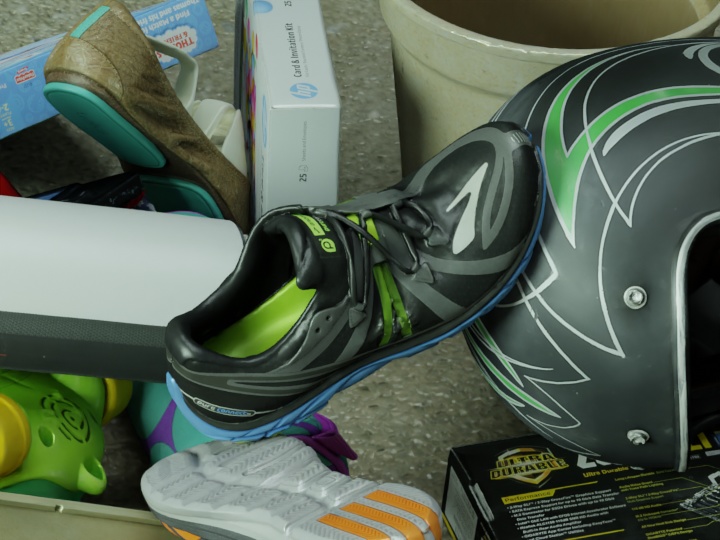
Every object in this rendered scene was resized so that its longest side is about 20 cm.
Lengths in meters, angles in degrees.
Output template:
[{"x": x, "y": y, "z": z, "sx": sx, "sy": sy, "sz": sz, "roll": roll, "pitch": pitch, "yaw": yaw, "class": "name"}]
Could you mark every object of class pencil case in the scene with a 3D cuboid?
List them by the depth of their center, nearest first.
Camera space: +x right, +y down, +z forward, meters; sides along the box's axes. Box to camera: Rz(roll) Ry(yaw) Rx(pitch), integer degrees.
[{"x": -0.071, "y": 0.053, "z": 1.429, "sx": 0.092, "sy": 0.085, "sz": 0.200, "roll": -36, "pitch": 43, "yaw": 7, "class": "pencil case"}]

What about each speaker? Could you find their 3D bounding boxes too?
[{"x": -0.157, "y": 0.006, "z": 1.321, "sx": 0.199, "sy": 0.081, "sz": 0.081, "roll": 6, "pitch": 35, "yaw": -19, "class": "speaker"}]

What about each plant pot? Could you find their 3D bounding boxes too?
[{"x": 0.094, "y": -0.094, "z": 1.559, "sx": 0.199, "sy": 0.184, "sz": 0.201, "roll": 3, "pitch": 37, "yaw": -2, "class": "plant pot"}]

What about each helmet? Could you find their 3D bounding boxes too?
[{"x": 0.133, "y": -0.007, "z": 1.375, "sx": 0.190, "sy": 0.201, "sz": 0.200, "roll": -27, "pitch": 45, "yaw": -15, "class": "helmet"}]

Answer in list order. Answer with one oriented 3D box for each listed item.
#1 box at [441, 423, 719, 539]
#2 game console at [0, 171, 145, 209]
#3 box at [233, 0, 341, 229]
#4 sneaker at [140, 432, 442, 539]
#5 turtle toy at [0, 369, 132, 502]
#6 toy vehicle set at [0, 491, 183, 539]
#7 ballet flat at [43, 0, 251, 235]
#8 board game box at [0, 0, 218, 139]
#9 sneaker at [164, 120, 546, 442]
[{"x": 0.158, "y": 0.135, "z": 1.376, "sx": 0.199, "sy": 0.050, "sz": 0.160, "roll": -8, "pitch": 36, "yaw": -16, "class": "box"}, {"x": -0.237, "y": -0.042, "z": 1.426, "sx": 0.199, "sy": 0.119, "sz": 0.172, "roll": -14, "pitch": 13, "yaw": 27, "class": "game console"}, {"x": -0.041, "y": -0.079, "z": 1.550, "sx": 0.041, "sy": 0.156, "sz": 0.200, "roll": -3, "pitch": 38, "yaw": -7, "class": "box"}, {"x": -0.027, "y": 0.142, "z": 1.257, "sx": 0.077, "sy": 0.113, "sz": 0.200, "roll": -22, "pitch": 21, "yaw": -27, "class": "sneaker"}, {"x": -0.209, "y": 0.079, "z": 1.368, "sx": 0.199, "sy": 0.102, "sz": 0.146, "roll": 17, "pitch": 16, "yaw": 19, "class": "turtle toy"}, {"x": -0.094, "y": 0.155, "z": 1.276, "sx": 0.199, "sy": 0.027, "sz": 0.124, "roll": 12, "pitch": 31, "yaw": -32, "class": "toy vehicle set"}, {"x": -0.099, "y": -0.072, "z": 1.498, "sx": 0.068, "sy": 0.200, "sz": 0.073, "roll": 11, "pitch": 65, "yaw": 33, "class": "ballet flat"}, {"x": -0.191, "y": -0.097, "z": 1.568, "sx": 0.151, "sy": 0.037, "sz": 0.200, "roll": -27, "pitch": 11, "yaw": -34, "class": "board game box"}, {"x": 0.000, "y": 0.000, "z": 1.281, "sx": 0.199, "sy": 0.083, "sz": 0.071, "roll": -34, "pitch": 54, "yaw": -7, "class": "sneaker"}]
